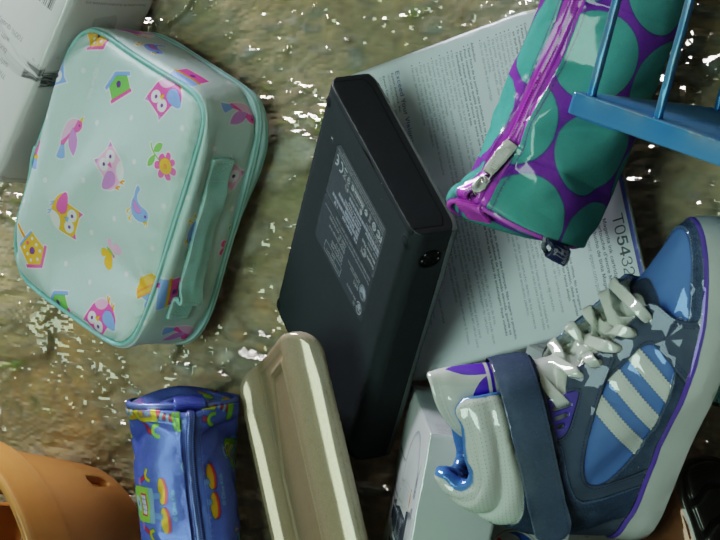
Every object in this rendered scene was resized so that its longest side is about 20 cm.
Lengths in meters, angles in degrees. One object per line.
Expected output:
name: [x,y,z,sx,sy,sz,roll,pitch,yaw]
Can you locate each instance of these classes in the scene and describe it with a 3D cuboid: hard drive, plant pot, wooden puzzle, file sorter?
hard drive: [0.000,0.000,1.734,0.200,0.033,0.140,106,147,-43]
plant pot: [-0.239,0.209,1.949,0.200,0.140,0.201,2,93,42]
wooden puzzle: [-0.028,0.138,1.774,0.200,0.037,0.186,142,115,-75]
file sorter: [0.242,-0.110,1.508,0.200,0.139,0.123,23,104,39]

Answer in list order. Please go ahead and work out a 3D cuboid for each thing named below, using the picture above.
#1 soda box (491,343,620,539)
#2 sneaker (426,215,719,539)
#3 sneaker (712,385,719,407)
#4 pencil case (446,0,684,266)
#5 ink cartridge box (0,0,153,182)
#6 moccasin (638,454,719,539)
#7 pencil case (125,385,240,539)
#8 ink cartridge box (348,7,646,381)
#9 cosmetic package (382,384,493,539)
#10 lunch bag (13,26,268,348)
soda box: [0.120,0.145,1.672,0.064,0.068,0.201,23,107,40]
sneaker: [0.114,0.054,1.558,0.081,0.146,0.201,-116,40,-66]
sneaker: [0.259,0.047,1.535,0.200,0.077,0.087,15,96,45]
pencil case: [0.122,-0.109,1.598,0.085,0.092,0.200,27,98,38]
ink cartridge box: [-0.231,-0.180,1.962,0.146,0.085,0.200,42,117,32]
moccasin: [0.197,0.208,1.605,0.078,0.074,0.202,-33,73,47]
pencil case: [-0.109,0.176,1.871,0.087,0.078,0.201,168,97,-73]
ink cartridge box: [0.088,-0.048,1.712,0.200,0.043,0.197,-17,81,38]
cosmetic package: [0.040,0.182,1.694,0.052,0.151,0.201,10,97,-3]
lunch bag: [-0.147,-0.051,1.897,0.160,0.077,0.201,31,112,35]
